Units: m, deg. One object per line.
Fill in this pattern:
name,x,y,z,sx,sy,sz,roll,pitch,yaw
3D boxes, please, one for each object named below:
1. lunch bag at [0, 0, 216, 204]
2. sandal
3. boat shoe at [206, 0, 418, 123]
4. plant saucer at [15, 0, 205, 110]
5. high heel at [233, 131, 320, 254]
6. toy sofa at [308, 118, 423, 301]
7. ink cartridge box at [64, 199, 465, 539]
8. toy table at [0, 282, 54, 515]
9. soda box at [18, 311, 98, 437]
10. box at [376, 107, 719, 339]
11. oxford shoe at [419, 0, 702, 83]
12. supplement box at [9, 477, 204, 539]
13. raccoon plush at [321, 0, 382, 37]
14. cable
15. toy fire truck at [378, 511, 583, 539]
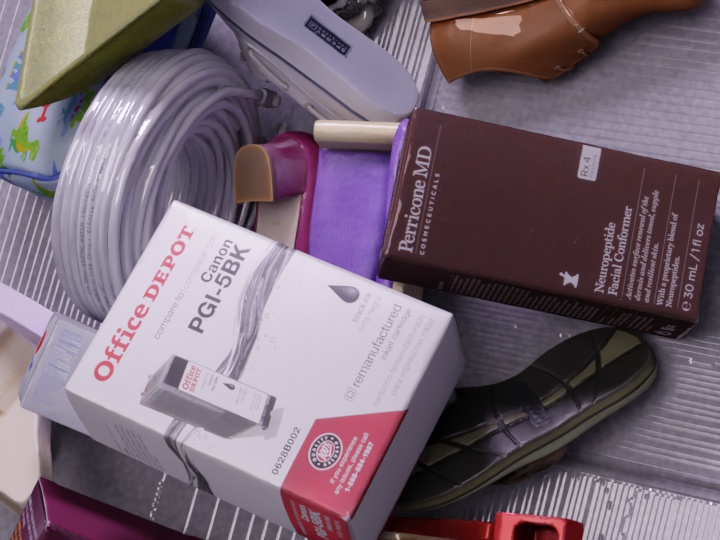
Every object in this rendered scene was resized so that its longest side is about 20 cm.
lunch bag,-0.189,-0.143,1.526,0.161,0.082,0.201,9,77,53
sandal,0.100,0.105,1.332,0.200,0.057,0.080,-24,44,0
boat shoe,-0.054,-0.156,1.440,0.200,0.074,0.065,43,135,-1
plant saucer,-0.152,-0.220,1.412,0.200,0.048,0.200,-27,50,47
high heel,-0.051,0.004,1.465,0.067,0.096,0.201,-2,95,30
toy sofa,0.000,0.000,1.391,0.082,0.098,0.201,3,78,15
ink cartridge box,-0.057,0.065,1.280,0.199,0.083,0.147,22,70,17
toy table,-0.255,0.085,1.473,0.200,0.184,0.117,19,68,48
soda box,-0.123,0.096,1.384,0.199,0.068,0.064,24,88,-11
box,0.117,-0.029,1.309,0.199,0.075,0.101,11,79,0
oxford shoe,0.141,-0.165,1.402,0.199,0.071,0.072,-8,100,26
supplement box,-0.192,0.259,1.380,0.201,0.131,0.103,-65,15,6
raccoon plush,0.036,-0.247,1.481,0.199,0.134,0.097,-17,47,-11
cable,-0.135,-0.054,1.425,0.069,0.200,0.201,15,82,23
toy fire truck,0.056,0.175,1.292,0.199,0.141,0.049,0,80,27
